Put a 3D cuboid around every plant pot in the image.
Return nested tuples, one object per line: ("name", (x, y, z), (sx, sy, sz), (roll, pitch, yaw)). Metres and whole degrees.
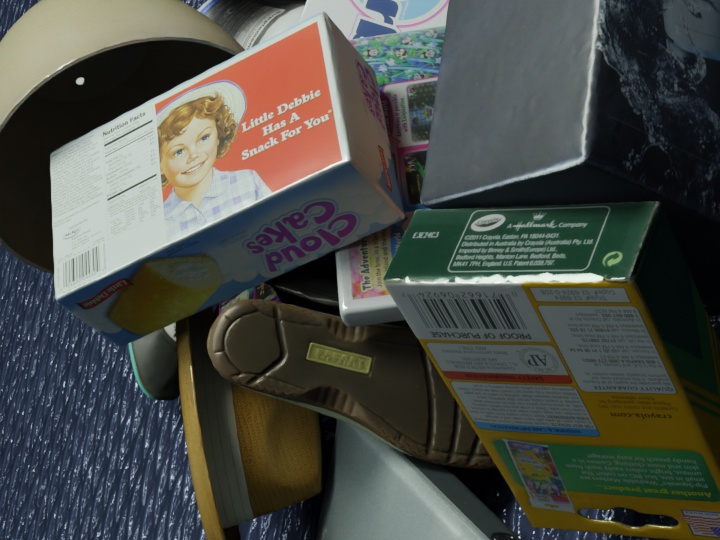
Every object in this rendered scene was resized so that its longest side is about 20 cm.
("plant pot", (-0.167, -0.112, 1.044), (0.200, 0.200, 0.135), (-52, 47, 27))

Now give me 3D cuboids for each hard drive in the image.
("hard drive", (0.032, 0.181, 0.936), (0.200, 0.033, 0.140), (39, 124, 57))

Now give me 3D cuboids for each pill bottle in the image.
("pill bottle", (-0.049, -0.147, 1.182), (0.200, 0.114, 0.114), (27, 96, 57))

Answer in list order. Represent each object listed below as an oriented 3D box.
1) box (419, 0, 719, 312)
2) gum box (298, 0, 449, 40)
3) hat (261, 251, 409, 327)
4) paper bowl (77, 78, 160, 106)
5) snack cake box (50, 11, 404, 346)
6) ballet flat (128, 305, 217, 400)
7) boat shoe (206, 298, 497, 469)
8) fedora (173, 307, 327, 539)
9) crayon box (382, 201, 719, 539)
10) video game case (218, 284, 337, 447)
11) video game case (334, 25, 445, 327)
("box", (0.150, -0.103, 0.785), (0.117, 0.197, 0.200), (-13, 64, 52))
("gum box", (0.030, -0.183, 1.050), (0.066, 0.113, 0.200), (93, -164, -76))
("hat", (0.000, 0.000, 1.002), (0.201, 0.200, 0.081), (-124, 35, -52))
("paper bowl", (-0.157, -0.089, 1.219), (0.104, 0.201, 0.201), (-38, 28, -16))
("snack cake box", (-0.083, -0.051, 0.925), (0.200, 0.067, 0.115), (-24, 51, 19))
("ballet flat", (-0.153, 0.009, 1.306), (0.068, 0.068, 0.200), (-31, 50, 34))
("boat shoe", (0.007, 0.064, 0.942), (0.076, 0.200, 0.072), (141, 151, -81))
("fedora", (-0.067, 0.092, 1.022), (0.201, 0.082, 0.201), (-9, -90, -90))
("crayon box", (0.110, 0.053, 0.763), (0.126, 0.200, 0.052), (0, 47, 33))
("video game case", (-0.035, 0.041, 1.136), (0.200, 0.036, 0.181), (-36, 47, 42))
("video game case", (0.072, -0.067, 0.934), (0.182, 0.024, 0.200), (-8, 58, 5))
